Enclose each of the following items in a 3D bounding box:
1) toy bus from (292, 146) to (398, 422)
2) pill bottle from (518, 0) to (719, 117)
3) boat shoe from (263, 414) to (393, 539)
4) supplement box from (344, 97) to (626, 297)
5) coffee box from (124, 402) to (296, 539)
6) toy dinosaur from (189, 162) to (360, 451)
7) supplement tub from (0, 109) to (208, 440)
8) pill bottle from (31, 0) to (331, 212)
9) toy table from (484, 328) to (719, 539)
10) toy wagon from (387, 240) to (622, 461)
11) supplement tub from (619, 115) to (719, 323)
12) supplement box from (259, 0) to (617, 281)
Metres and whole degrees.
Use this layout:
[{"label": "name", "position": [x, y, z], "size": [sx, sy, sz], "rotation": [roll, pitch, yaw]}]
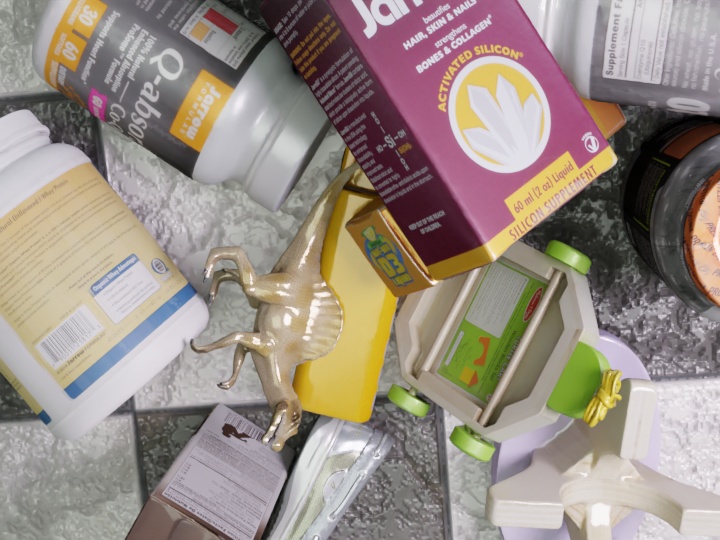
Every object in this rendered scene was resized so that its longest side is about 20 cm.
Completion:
[{"label": "toy bus", "position": [0.000, 0.000, 0.821], "size": [0.064, 0.078, 0.204], "rotation": [13, 101, 2]}, {"label": "pill bottle", "position": [0.190, -0.158, 0.697], "size": [0.196, 0.114, 0.116], "rotation": [10, 101, 16]}, {"label": "boat shoe", "position": [-0.038, 0.208, 0.866], "size": [0.064, 0.074, 0.205], "rotation": [22, 95, 5]}, {"label": "supplement box", "position": [0.086, -0.067, 0.761], "size": [0.199, 0.066, 0.069], "rotation": [-37, 96, -22]}, {"label": "coffee box", "position": [-0.117, 0.188, 0.803], "size": [0.079, 0.200, 0.114], "rotation": [31, 102, -1]}, {"label": "toy dinosaur", "position": [-0.058, 0.017, 0.779], "size": [0.099, 0.058, 0.204], "rotation": [13, 89, 1]}, {"label": "supplement tub", "position": [-0.220, 0.003, 0.806], "size": [0.144, 0.145, 0.201], "rotation": [-38, 95, 10]}, {"label": "pill bottle", "position": [-0.119, -0.134, 0.788], "size": [0.198, 0.116, 0.117], "rotation": [33, 101, -1]}, {"label": "toy table", "position": [0.169, 0.155, 0.804], "size": [0.180, 0.117, 0.204], "rotation": [-7, 104, -5]}, {"label": "toy wagon", "position": [0.104, 0.052, 0.776], "size": [0.039, 0.199, 0.157], "rotation": [24, 94, -45]}, {"label": "supplement tub", "position": [0.241, -0.035, 0.732], "size": [0.120, 0.200, 0.125], "rotation": [1, 101, 5]}, {"label": "supplement box", "position": [0.045, -0.111, 0.669], "size": [0.110, 0.085, 0.202], "rotation": [-36, 95, -22]}]
